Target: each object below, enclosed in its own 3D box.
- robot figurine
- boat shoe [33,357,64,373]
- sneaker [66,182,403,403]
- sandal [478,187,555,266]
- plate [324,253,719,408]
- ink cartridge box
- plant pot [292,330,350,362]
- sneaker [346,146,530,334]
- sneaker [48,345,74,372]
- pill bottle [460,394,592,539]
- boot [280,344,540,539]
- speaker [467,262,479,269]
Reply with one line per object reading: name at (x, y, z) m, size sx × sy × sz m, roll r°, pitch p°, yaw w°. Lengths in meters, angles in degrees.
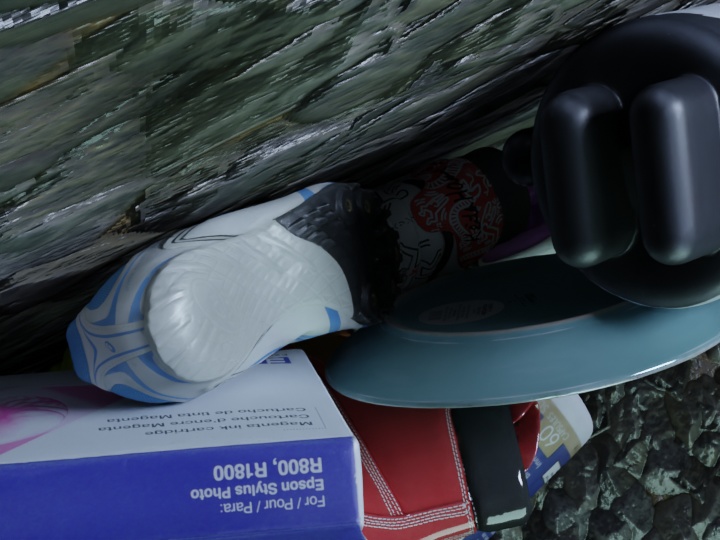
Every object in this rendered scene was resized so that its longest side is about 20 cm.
robot figurine at (0.152, -0.056, 0.740) m, size 0.199 × 0.150 × 0.125 m, roll -18°, pitch 143°, yaw -53°
boat shoe at (-0.144, 0.078, 1.007) m, size 0.070 × 0.070 × 0.200 m, roll -23°, pitch 176°, yaw 23°
sneaker at (-0.048, 0.006, 0.737) m, size 0.072 × 0.073 × 0.199 m, roll -6°, pitch -172°, yaw 35°
sandal at (0.126, -0.056, 1.112) m, size 0.082 × 0.050 × 0.203 m, roll -24°, pitch -168°, yaw 38°
plate at (0.078, 0.020, 0.788) m, size 0.198 × 0.026 × 0.200 m, roll -10°, pitch -167°, yaw 2°
ink cartridge box at (-0.103, 0.078, 0.676) m, size 0.194 × 0.044 × 0.200 m, roll -4°, pitch -170°, yaw -10°
plant pot at (-0.019, 0.106, 1.053) m, size 0.198 × 0.141 × 0.200 m, roll 13°, pitch -177°, yaw -1°
sneaker at (0.000, -0.001, 0.913) m, size 0.107 × 0.068 × 0.201 m, roll -22°, pitch 171°, yaw -31°
sneaker at (-0.118, 0.075, 0.866) m, size 0.074 × 0.084 × 0.200 m, roll -25°, pitch 167°, yaw -23°
pill bottle at (0.020, 0.115, 0.907) m, size 0.200 × 0.111 × 0.111 m, roll -44°, pitch 178°, yaw -6°
boot at (0.007, 0.071, 0.835) m, size 0.143 × 0.073 × 0.200 m, roll -18°, pitch -143°, yaw -8°
speaker at (0.006, 0.024, 1.157) m, size 0.199 × 0.082 × 0.081 m, roll -28°, pitch 175°, yaw 35°
